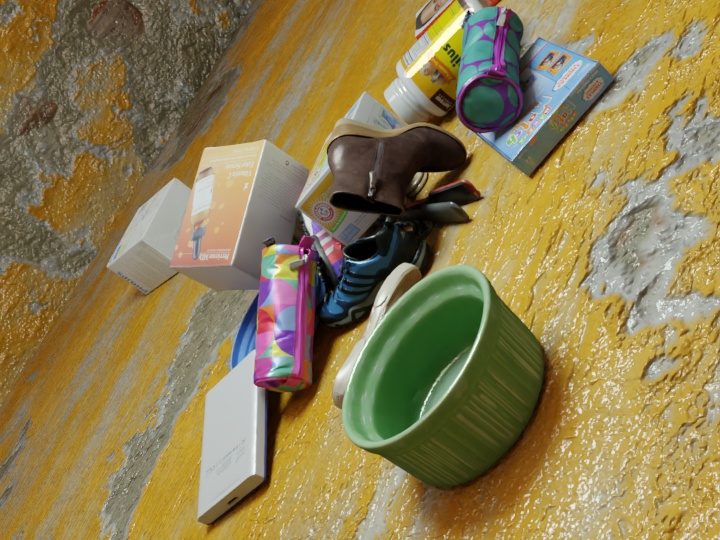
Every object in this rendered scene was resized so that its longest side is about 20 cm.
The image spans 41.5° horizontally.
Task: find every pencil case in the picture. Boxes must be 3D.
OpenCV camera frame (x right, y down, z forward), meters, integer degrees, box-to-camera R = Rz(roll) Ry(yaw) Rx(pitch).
[{"bbox_3d":[0.166,-0.262,1.214,0.202,0.083,0.094,-80,5,-49],"label":"pencil case"},{"bbox_3d":[-0.099,0.060,1.273,0.088,0.087,0.205,-19,65,53],"label":"pencil case"}]

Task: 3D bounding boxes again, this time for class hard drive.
[{"bbox_3d":[-0.171,0.222,1.282,0.132,0.025,0.203,-42,35,31],"label":"hard drive"}]

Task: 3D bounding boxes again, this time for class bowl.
[{"bbox_3d":[-0.121,0.080,1.410,0.200,0.039,0.203,-42,29,30],"label":"bowl"}]

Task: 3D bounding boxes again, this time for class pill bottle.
[{"bbox_3d":[0.129,-0.312,1.430,0.200,0.109,0.110,-44,23,21],"label":"pill bottle"}]

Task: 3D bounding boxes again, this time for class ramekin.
[{"bbox_3d":[0.082,0.105,0.910,0.200,0.097,0.202,-42,24,24],"label":"ramekin"}]

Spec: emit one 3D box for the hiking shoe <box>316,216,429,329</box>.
[{"bbox_3d":[0.000,0.000,1.245,0.199,0.086,0.075,-38,25,32],"label":"hiking shoe"}]

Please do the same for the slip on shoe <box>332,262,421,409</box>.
[{"bbox_3d":[0.036,0.080,1.099,0.059,0.077,0.202,15,52,23],"label":"slip on shoe"}]

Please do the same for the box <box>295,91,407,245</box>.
[{"bbox_3d":[-0.005,-0.148,1.383,0.113,0.101,0.202,-45,16,35],"label":"box"}]

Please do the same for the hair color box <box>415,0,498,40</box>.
[{"bbox_3d":[0.182,-0.468,1.624,0.199,0.061,0.102,-41,25,29],"label":"hair color box"}]

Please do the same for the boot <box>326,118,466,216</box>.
[{"bbox_3d":[0.050,-0.123,1.238,0.168,0.195,0.073,-92,15,-46],"label":"boot"}]

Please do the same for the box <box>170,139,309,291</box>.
[{"bbox_3d":[-0.185,-0.081,1.459,0.150,0.106,0.204,-2,68,41],"label":"box"}]

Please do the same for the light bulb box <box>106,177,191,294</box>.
[{"bbox_3d":[-0.479,-0.080,2.270,0.199,0.124,0.201,-28,33,47],"label":"light bulb box"}]

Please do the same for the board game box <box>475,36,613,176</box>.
[{"bbox_3d":[0.218,-0.211,1.197,0.152,0.036,0.201,-49,21,10],"label":"board game box"}]

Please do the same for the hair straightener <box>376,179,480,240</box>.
[{"bbox_3d":[0.075,-0.068,1.255,0.198,0.041,0.078,-6,51,55],"label":"hair straightener"}]

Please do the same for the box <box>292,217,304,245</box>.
[{"bbox_3d":[-0.141,-0.082,1.621,0.128,0.108,0.201,-46,22,15],"label":"box"}]

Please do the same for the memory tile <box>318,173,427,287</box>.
[{"bbox_3d":[0.016,-0.064,1.406,0.202,0.017,0.152,-60,23,-17],"label":"memory tile"}]

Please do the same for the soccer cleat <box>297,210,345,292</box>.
[{"bbox_3d":[-0.039,-0.041,1.383,0.072,0.069,0.201,-17,33,-5],"label":"soccer cleat"}]
